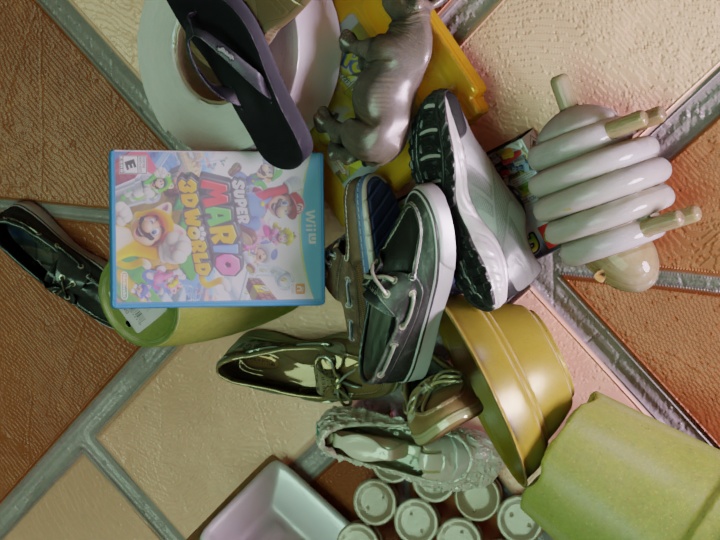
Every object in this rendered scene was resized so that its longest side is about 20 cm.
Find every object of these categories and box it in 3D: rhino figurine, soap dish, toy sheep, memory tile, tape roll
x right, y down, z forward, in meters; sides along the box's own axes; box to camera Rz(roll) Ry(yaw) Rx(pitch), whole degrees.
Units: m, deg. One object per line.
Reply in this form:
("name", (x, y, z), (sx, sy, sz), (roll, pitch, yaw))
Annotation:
("rhino figurine", (0.024, -0.186, 1.313), (0.087, 0.060, 0.201), (22, 97, 40))
("soap dish", (-0.076, 0.319, 1.577), (0.200, 0.157, 0.081), (42, 140, 7))
("toy sheep", (0.210, -0.076, 1.275), (0.137, 0.138, 0.201), (-20, 85, 33))
("memory tile", (0.082, 0.269, 1.520), (0.199, 0.017, 0.154), (23, 99, 20))
("tape roll", (-0.118, -0.210, 1.398), (0.201, 0.071, 0.204), (5, 100, 34))

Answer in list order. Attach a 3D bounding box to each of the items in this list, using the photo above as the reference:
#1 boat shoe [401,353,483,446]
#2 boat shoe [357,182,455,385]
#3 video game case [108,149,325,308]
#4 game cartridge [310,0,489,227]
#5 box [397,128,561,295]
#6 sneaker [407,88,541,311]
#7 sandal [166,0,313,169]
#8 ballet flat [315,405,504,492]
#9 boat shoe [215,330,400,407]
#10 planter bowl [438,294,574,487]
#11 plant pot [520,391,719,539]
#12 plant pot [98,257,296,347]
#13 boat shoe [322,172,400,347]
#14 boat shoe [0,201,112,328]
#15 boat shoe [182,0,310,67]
("boat shoe", (0.069, 0.115, 1.394), (0.073, 0.201, 0.063), (-30, 94, 4))
("boat shoe", (0.037, 0.018, 1.321), (0.071, 0.063, 0.201), (44, 134, 50))
("video game case", (-0.131, -0.038, 1.354), (0.018, 0.199, 0.144), (174, 95, -73))
("game cartridge", (0.008, -0.166, 1.382), (0.200, 0.032, 0.177), (-41, 77, 34))
("box", (0.104, -0.042, 1.397), (0.199, 0.035, 0.110), (-27, 96, 33))
("sneaker", (0.103, -0.068, 1.318), (0.074, 0.079, 0.201), (-3, 109, 62))
("sandal", (-0.107, -0.171, 1.284), (0.076, 0.043, 0.201), (-11, 118, 48))
("ballet flat", (0.047, 0.184, 1.474), (0.199, 0.072, 0.072), (9, 115, 9))
("boat shoe", (-0.054, 0.106, 1.526), (0.199, 0.063, 0.074), (1, 110, 27))
("planter bowl", (0.144, 0.094, 1.377), (0.083, 0.200, 0.201), (-26, 98, -4))
("plant pot", (0.253, 0.212, 1.329), (0.184, 0.200, 0.201), (32, 122, 17))
("plant pot", (-0.164, -0.003, 1.458), (0.186, 0.200, 0.188), (11, 115, 24))
("boat shoe", (0.000, 0.000, 1.395), (0.072, 0.072, 0.201), (6, 122, 26))
("boat shoe", (-0.331, 0.002, 1.636), (0.200, 0.057, 0.069), (39, 123, 9))
("boat shoe", (-0.086, -0.238, 1.292), (0.072, 0.065, 0.200), (50, 144, -8))
